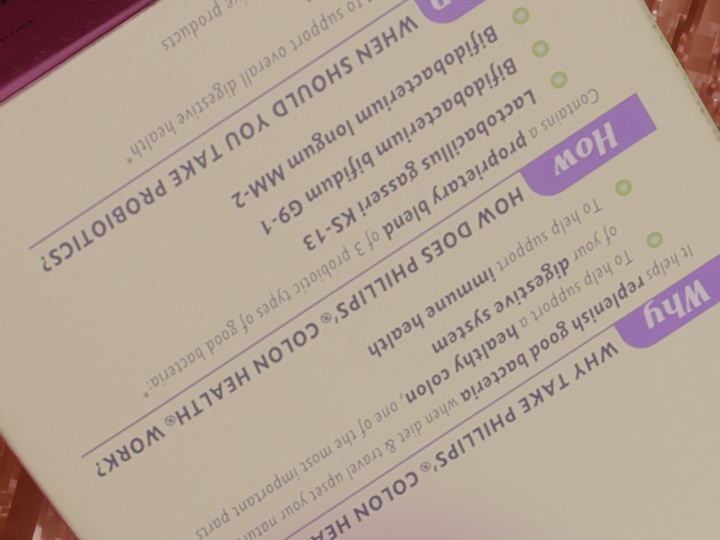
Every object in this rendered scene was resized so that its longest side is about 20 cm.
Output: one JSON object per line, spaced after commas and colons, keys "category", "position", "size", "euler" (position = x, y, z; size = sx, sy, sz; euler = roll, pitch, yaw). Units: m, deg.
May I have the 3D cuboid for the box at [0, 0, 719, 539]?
{"category": "box", "position": [0.000, 0.000, 0.665], "size": [0.175, 0.097, 0.200], "euler": [-33, 112, 1]}
